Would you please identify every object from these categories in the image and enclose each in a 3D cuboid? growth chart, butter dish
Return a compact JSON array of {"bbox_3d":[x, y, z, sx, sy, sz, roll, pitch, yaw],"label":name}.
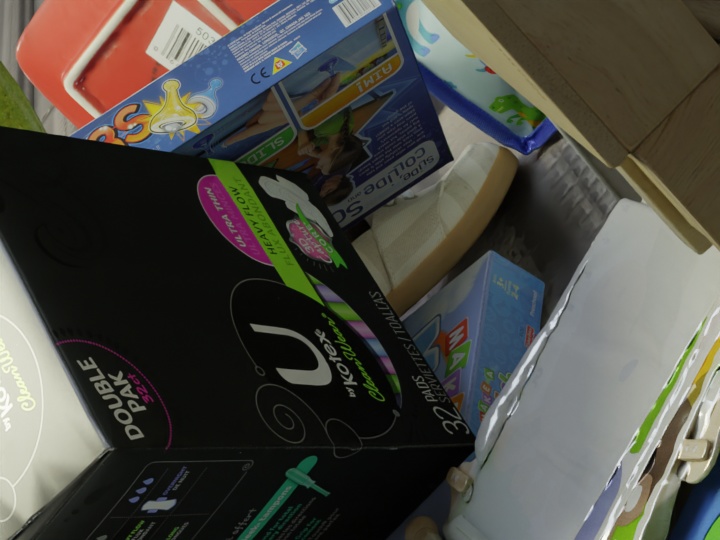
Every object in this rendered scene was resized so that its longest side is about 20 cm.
[{"bbox_3d":[0.087,0.040,0.665,0.201,0.018,0.145,-58,24,9],"label":"growth chart"},{"bbox_3d":[-0.064,-0.135,1.153,0.199,0.200,0.148,-41,8,45],"label":"butter dish"}]

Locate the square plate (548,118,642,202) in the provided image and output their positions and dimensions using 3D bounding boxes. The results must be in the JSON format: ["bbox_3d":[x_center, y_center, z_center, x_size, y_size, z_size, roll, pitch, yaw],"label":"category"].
[{"bbox_3d":[0.084,-0.145,0.789,0.028,0.200,0.199,-19,41,31],"label":"square plate"}]

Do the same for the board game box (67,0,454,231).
[{"bbox_3d":[-0.062,-0.033,0.830,0.199,0.136,0.035,-33,63,-3],"label":"board game box"}]

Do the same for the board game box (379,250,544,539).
[{"bbox_3d":[-0.001,0.101,0.857,0.200,0.036,0.152,-40,27,39],"label":"board game box"}]

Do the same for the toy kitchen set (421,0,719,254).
[{"bbox_3d":[0.097,-0.132,0.601,0.180,0.200,0.163,-45,23,3],"label":"toy kitchen set"}]

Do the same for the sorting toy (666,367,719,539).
[{"bbox_3d":[0.115,0.050,0.660,0.185,0.036,0.201,-15,47,62],"label":"sorting toy"}]

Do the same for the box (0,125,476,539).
[{"bbox_3d":[-0.084,0.046,0.730,0.124,0.199,0.149,-48,59,26],"label":"box"}]

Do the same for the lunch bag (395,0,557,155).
[{"bbox_3d":[0.047,-0.186,0.916,0.127,0.199,0.171,-40,27,41],"label":"lunch bag"}]

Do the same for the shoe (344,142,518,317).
[{"bbox_3d":[0.000,0.000,0.897,0.200,0.053,0.070,-46,5,-28],"label":"shoe"}]

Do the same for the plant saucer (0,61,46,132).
[{"bbox_3d":[-0.177,0.032,0.909,0.200,0.048,0.201,94,-159,-74],"label":"plant saucer"}]
